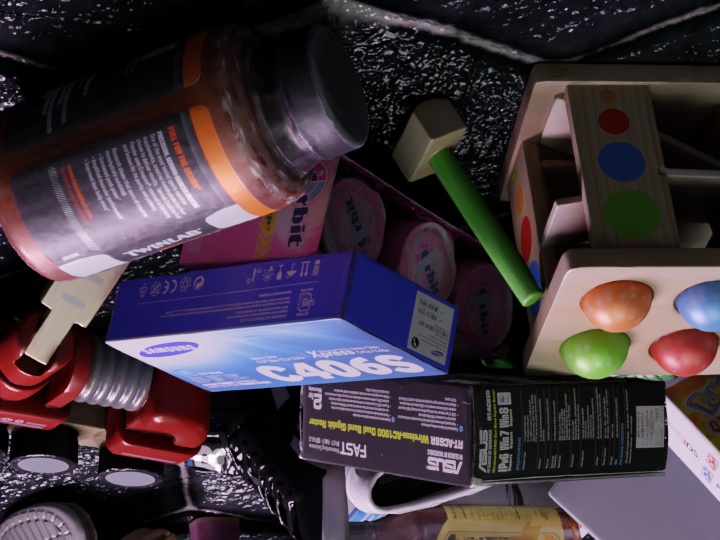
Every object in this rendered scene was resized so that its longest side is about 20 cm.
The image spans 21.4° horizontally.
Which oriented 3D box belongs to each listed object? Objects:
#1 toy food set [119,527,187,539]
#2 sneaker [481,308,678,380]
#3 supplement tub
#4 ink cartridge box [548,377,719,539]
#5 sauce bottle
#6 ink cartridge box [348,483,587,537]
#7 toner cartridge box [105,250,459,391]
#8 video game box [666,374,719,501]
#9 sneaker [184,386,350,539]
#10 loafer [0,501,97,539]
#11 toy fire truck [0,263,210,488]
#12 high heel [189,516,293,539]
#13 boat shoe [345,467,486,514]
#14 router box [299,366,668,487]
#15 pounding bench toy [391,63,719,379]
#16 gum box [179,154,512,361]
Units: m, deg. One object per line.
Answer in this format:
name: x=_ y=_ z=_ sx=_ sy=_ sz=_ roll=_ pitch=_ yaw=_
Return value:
toy food set: x=-0.221 y=0.285 z=1.574 sx=0.200 sy=0.049 sz=0.198 roll=-44 pitch=172 yaw=-7
sneaker: x=0.166 y=0.039 z=1.292 sx=0.085 sy=0.078 sz=0.200 roll=26 pitch=137 yaw=-38
supplement tub: x=-0.099 y=-0.069 z=1.044 sx=0.199 sy=0.107 sz=0.107 roll=-18 pitch=147 yaw=20
ink cartridge box: x=0.259 y=0.178 z=1.398 sx=0.145 sy=0.145 sz=0.200 roll=-49 pitch=150 yaw=0
sauce bottle: x=0.062 y=0.205 z=1.402 sx=0.199 sy=0.066 sz=0.066 roll=0 pitch=149 yaw=-13
ink cartridge box: x=0.071 y=0.180 z=1.501 sx=0.199 sy=0.084 sz=0.145 roll=8 pitch=145 yaw=-20
toner cartridge box: x=-0.049 y=0.033 z=1.126 sx=0.200 sy=0.043 sz=0.095 roll=-7 pitch=153 yaw=43
video game box: x=0.326 y=0.113 z=1.269 sx=0.200 sy=0.182 sz=0.047 roll=-25 pitch=144 yaw=-25
sneaker: x=-0.067 y=0.141 z=1.308 sx=0.111 sy=0.200 sz=0.073 roll=-5 pitch=126 yaw=-2
loafer: x=-0.267 y=0.243 z=1.584 sx=0.070 sy=0.075 sz=0.200 roll=-21 pitch=164 yaw=-43
toy fire truck: x=-0.166 y=0.048 z=1.238 sx=0.176 sy=0.129 sz=0.200 roll=13 pitch=154 yaw=-29
high heel: x=-0.050 y=0.262 z=1.606 sx=0.199 sy=0.096 sz=0.067 roll=3 pitch=148 yaw=-13
boat shoe: x=0.086 y=0.130 z=1.377 sx=0.200 sy=0.074 sz=0.065 roll=-26 pitch=-166 yaw=-12
router box: x=0.073 y=0.095 z=1.206 sx=0.149 sy=0.062 sz=0.200 roll=0 pitch=180 yaw=-33
pounding bench toy: x=0.124 y=-0.021 z=1.110 sx=0.199 sy=0.156 sz=0.124 roll=0 pitch=149 yaw=-8
gum box: x=0.000 y=0.000 z=1.180 sx=0.113 sy=0.066 sz=0.200 roll=-4 pitch=156 yaw=40
